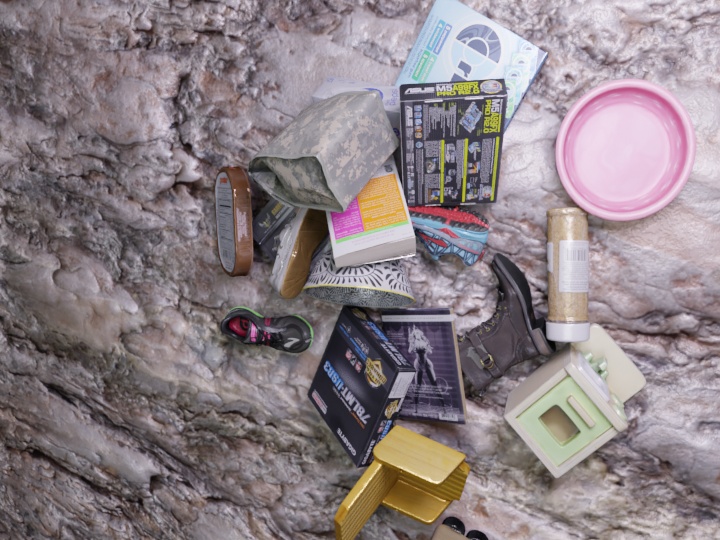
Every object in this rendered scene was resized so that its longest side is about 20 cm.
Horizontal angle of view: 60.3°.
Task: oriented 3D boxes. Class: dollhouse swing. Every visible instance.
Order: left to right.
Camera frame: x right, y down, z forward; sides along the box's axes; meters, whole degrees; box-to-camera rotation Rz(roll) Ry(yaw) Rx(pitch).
[{"bbox_3d":[0.070,0.401,1.053,0.177,0.178,0.203,19,143,15],"label":"dollhouse swing"}]

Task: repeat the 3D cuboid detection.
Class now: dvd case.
[{"bbox_3d":[0.113,0.168,1.105,0.145,0.016,0.207,-3,100,38],"label":"dvd case"}]

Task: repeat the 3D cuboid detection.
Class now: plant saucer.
[{"bbox_3d":[0.393,-0.178,0.933,0.193,0.051,0.208,1,95,14],"label":"plant saucer"}]

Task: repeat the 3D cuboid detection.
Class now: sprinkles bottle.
[{"bbox_3d":[0.326,0.006,0.975,0.066,0.068,0.208,0,91,19],"label":"sprinkles bottle"}]

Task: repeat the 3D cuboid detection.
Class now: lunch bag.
[{"bbox_3d":[-0.066,-0.186,0.971,0.196,0.165,0.119,11,142,42],"label":"lunch bag"}]

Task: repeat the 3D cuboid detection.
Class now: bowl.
[{"bbox_3d":[0.000,0.000,1.062,0.194,0.200,0.098,1,77,19],"label":"bowl"}]

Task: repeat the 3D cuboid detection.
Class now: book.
[{"bbox_3d":[0.006,-0.106,0.999,0.129,0.049,0.205,-11,55,-1],"label":"book"}]

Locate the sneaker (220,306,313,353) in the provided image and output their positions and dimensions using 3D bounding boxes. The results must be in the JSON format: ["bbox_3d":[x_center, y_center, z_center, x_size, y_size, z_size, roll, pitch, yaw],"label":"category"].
[{"bbox_3d":[-0.181,0.121,1.185,0.193,0.084,0.080,6,103,19],"label":"sneaker"}]

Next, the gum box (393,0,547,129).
[{"bbox_3d":[0.172,-0.316,0.999,0.197,0.044,0.173,34,109,10],"label":"gum box"}]

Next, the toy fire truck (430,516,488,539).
[{"bbox_3d":[0.182,0.594,1.133,0.172,0.129,0.205,24,119,13],"label":"toy fire truck"}]

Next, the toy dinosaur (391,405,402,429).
[{"bbox_3d":[0.053,0.270,1.133,0.046,0.088,0.207,-11,98,-5],"label":"toy dinosaur"}]

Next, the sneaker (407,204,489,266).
[{"bbox_3d":[0.117,-0.061,1.047,0.196,0.079,0.098,21,125,28],"label":"sneaker"}]

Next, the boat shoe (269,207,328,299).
[{"bbox_3d":[-0.111,-0.057,1.083,0.068,0.070,0.205,28,96,39],"label":"boat shoe"}]

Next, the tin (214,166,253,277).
[{"bbox_3d":[-0.238,-0.090,1.160,0.111,0.041,0.208,12,106,53],"label":"tin"}]

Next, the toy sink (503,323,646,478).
[{"bbox_3d":[0.347,0.208,0.997,0.200,0.112,0.131,-44,85,20],"label":"toy sink"}]

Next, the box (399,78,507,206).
[{"bbox_3d":[0.139,-0.191,0.958,0.154,0.045,0.203,-2,137,5],"label":"box"}]

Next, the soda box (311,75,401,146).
[{"bbox_3d":[0.019,-0.263,1.025,0.195,0.064,0.069,18,144,25],"label":"soda box"}]

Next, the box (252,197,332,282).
[{"bbox_3d":[-0.093,-0.087,1.135,0.159,0.048,0.200,48,111,6],"label":"box"}]

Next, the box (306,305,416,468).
[{"bbox_3d":[-0.005,0.201,1.102,0.200,0.049,0.203,44,117,47],"label":"box"}]

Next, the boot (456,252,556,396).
[{"bbox_3d":[0.217,0.095,1.050,0.172,0.069,0.205,-29,83,29],"label":"boot"}]
